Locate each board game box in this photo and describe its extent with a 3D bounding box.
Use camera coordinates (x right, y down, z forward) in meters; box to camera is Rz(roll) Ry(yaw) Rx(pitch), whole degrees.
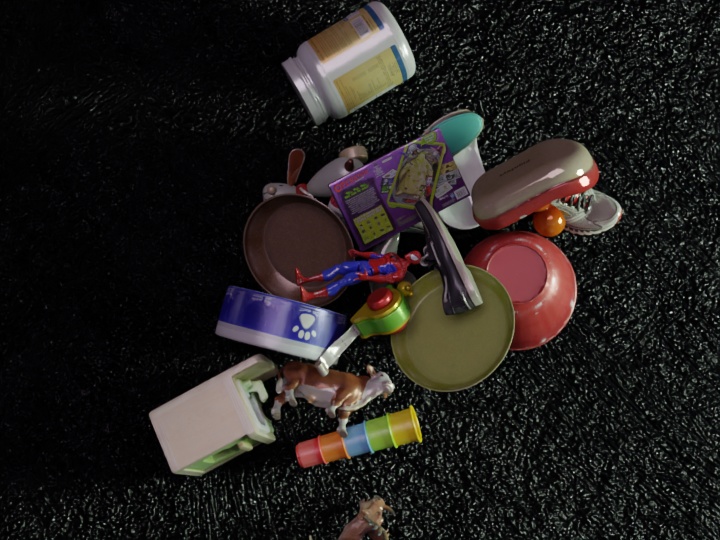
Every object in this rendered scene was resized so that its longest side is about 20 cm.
[{"bbox_3d":[0.062,-0.128,1.420,0.199,0.032,0.121,-27,102,-3],"label":"board game box"}]

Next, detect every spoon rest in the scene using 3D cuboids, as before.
[{"bbox_3d":[0.173,-0.166,1.499,0.098,0.061,0.202,3,75,-1],"label":"spoon rest"}]

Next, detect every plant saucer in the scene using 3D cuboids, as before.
[{"bbox_3d":[-0.098,-0.036,1.481,0.198,0.037,0.202,8,116,17],"label":"plant saucer"},{"bbox_3d":[0.142,0.090,1.356,0.198,0.031,0.202,-11,63,23],"label":"plant saucer"}]

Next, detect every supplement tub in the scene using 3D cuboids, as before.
[{"bbox_3d":[-0.021,-0.352,1.535,0.199,0.145,0.145,-30,73,0],"label":"supplement tub"}]

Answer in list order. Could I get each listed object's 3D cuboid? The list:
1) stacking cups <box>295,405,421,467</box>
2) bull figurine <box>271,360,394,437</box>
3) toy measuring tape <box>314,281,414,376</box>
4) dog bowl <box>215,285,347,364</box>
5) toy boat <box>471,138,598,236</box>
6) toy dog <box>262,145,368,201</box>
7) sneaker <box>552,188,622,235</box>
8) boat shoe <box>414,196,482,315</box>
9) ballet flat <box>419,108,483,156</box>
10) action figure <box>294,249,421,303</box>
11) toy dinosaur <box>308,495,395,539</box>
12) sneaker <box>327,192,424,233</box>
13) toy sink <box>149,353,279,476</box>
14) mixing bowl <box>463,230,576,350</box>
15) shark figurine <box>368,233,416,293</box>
[{"bbox_3d":[-0.003,0.274,1.422,0.198,0.061,0.061,-19,73,8],"label":"stacking cups"},{"bbox_3d":[-0.047,0.197,1.428,0.198,0.066,0.122,8,34,18],"label":"bull figurine"},{"bbox_3d":[0.017,0.087,1.341,0.073,0.074,0.200,38,66,16],"label":"toy measuring tape"},{"bbox_3d":[-0.123,0.086,1.405,0.198,0.200,0.080,13,85,12],"label":"dog bowl"},{"bbox_3d":[0.277,-0.110,1.382,0.199,0.131,0.131,-27,114,19],"label":"toy boat"},{"bbox_3d":[-0.070,-0.151,1.516,0.199,0.096,0.132,-33,73,-1],"label":"toy dog"},{"bbox_3d":[0.326,-0.116,1.454,0.198,0.082,0.079,17,79,12],"label":"sneaker"},{"bbox_3d":[0.117,-0.023,1.358,0.062,0.073,0.201,-30,63,11],"label":"boat shoe"},{"bbox_3d":[0.110,-0.201,1.464,0.199,0.062,0.068,-36,111,-2],"label":"ballet flat"},{"bbox_3d":[0.000,0.000,1.387,0.198,0.052,0.066,-12,42,-10],"label":"action figure"},{"bbox_3d":[-0.002,0.454,1.361,0.134,0.086,0.202,-9,80,-1],"label":"toy dinosaur"},{"bbox_3d":[0.042,-0.093,1.492,0.198,0.075,0.081,10,42,-9],"label":"sneaker"},{"bbox_3d":[-0.209,0.237,1.422,0.199,0.130,0.113,-28,73,0],"label":"toy sink"},{"bbox_3d":[0.246,0.018,1.419,0.198,0.108,0.202,-2,75,9],"label":"mixing bowl"},{"bbox_3d":[0.051,0.047,1.446,0.127,0.089,0.216,-28,89,19],"label":"shark figurine"}]
